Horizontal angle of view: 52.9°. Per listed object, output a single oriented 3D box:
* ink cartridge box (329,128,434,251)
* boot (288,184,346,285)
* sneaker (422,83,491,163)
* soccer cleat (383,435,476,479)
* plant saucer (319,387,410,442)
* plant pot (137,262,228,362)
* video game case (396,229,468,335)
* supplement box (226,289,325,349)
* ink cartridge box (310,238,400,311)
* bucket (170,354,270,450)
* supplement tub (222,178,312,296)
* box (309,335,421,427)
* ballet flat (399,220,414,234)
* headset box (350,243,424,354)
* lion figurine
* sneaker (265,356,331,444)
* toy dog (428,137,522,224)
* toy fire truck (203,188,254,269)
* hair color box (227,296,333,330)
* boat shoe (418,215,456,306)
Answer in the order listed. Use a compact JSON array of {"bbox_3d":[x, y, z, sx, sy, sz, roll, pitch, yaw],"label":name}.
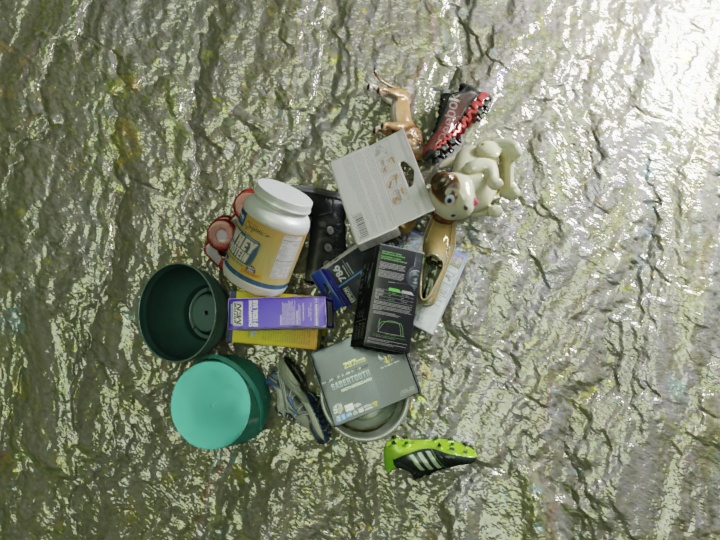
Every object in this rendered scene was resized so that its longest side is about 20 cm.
[{"bbox_3d":[0.045,-0.165,1.486,0.172,0.045,0.204,-22,67,8],"label":"ink cartridge box"},{"bbox_3d":[-0.104,-0.073,1.558,0.160,0.065,0.206,6,87,-19],"label":"boot"},{"bbox_3d":[0.191,-0.322,1.561,0.098,0.071,0.201,41,85,10],"label":"sneaker"},{"bbox_3d":[0.145,0.394,1.514,0.194,0.068,0.084,2,102,8],"label":"soccer cleat"},{"bbox_3d":[0.011,0.258,1.542,0.194,0.050,0.207,-1,84,6],"label":"plant saucer"},{"bbox_3d":[-0.357,0.090,1.551,0.195,0.134,0.207,-2,86,22],"label":"plant pot"},{"bbox_3d":[0.107,0.012,1.555,0.196,0.045,0.185,26,88,9],"label":"video game case"},{"bbox_3d":[-0.176,0.106,1.550,0.194,0.109,0.113,4,85,7],"label":"supplement box"},{"bbox_3d":[0.000,0.000,1.512,0.198,0.039,0.101,-34,104,3],"label":"ink cartridge box"},{"bbox_3d":[-0.298,0.278,1.536,0.201,0.135,0.214,0,85,5],"label":"bucket"},{"bbox_3d":[-0.186,-0.067,1.470,0.142,0.145,0.204,26,108,9],"label":"supplement tub"},{"bbox_3d":[0.010,0.212,1.496,0.195,0.051,0.162,-21,80,2],"label":"box"},{"bbox_3d":[0.033,-0.148,1.541,0.199,0.063,0.069,39,81,28],"label":"ballet flat"},{"bbox_3d":[0.049,0.053,1.399,0.090,0.174,0.206,10,81,-8],"label":"headset box"},{"bbox_3d":[0.084,-0.340,1.577,0.119,0.072,0.206,2,77,-27],"label":"lion figurine"},{"bbox_3d":[-0.135,0.291,1.555,0.085,0.077,0.202,-37,74,12],"label":"sneaker"},{"bbox_3d":[0.218,-0.182,1.479,0.191,0.142,0.199,29,49,25],"label":"toy dog"},{"bbox_3d":[-0.237,-0.074,1.584,0.168,0.112,0.200,44,91,-10],"label":"toy fire truck"},{"bbox_3d":[-0.156,0.086,1.440,0.194,0.109,0.067,-3,84,5],"label":"hair color box"},{"bbox_3d":[0.156,-0.029,1.493,0.070,0.076,0.206,9,83,9],"label":"boat shoe"}]
